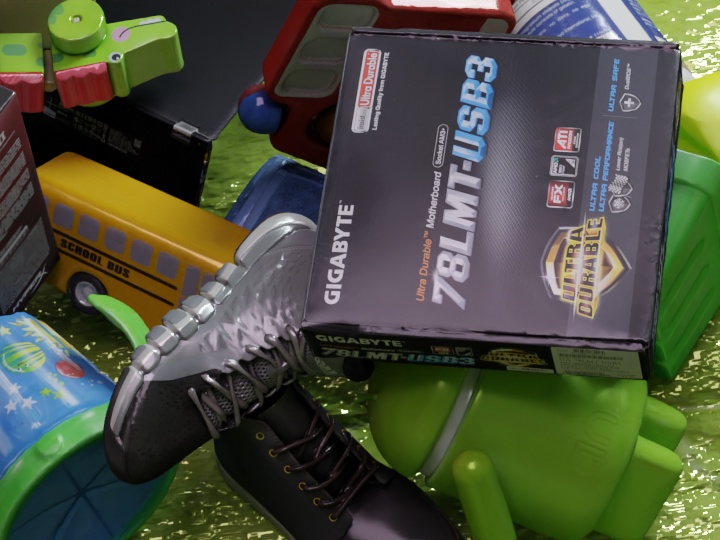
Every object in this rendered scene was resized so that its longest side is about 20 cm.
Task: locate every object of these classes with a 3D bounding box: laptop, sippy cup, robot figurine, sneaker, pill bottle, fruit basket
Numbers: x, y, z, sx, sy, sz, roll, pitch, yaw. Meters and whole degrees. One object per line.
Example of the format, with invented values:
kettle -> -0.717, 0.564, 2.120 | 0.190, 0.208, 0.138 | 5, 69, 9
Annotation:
laptop -> -0.152, -0.113, 1.661 | 0.187, 0.201, 0.116 | 26, 28, 23
sippy cup -> -0.201, 0.101, 1.502 | 0.178, 0.140, 0.130 | -35, 60, -15
robot figurine -> 0.093, 0.089, 1.465 | 0.199, 0.116, 0.176 | 22, 36, -5
sneaker -> -0.019, 0.128, 1.480 | 0.200, 0.106, 0.075 | 30, 65, 25
pill bottle -> 0.138, -0.155, 1.647 | 0.111, 0.111, 0.200 | -25, 56, -10
fruit basket -> 0.185, -0.053, 1.516 | 0.155, 0.216, 0.216 | 15, 59, 17
sneaker -> -0.056, 0.055, 1.420 | 0.115, 0.075, 0.200 | 22, 63, 34

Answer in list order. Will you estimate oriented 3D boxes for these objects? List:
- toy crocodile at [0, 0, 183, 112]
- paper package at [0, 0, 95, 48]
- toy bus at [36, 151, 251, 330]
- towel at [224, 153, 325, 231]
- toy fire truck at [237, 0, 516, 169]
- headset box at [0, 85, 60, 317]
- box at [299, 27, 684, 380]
toy crocodile -> -0.213, -0.128, 1.566 | 0.199, 0.068, 0.062 | -7, 53, -6
paper package -> -0.259, -0.241, 1.551 | 0.190, 0.200, 0.104 | -4, 50, -19
toy bus -> -0.125, -0.001, 1.571 | 0.199, 0.079, 0.065 | 24, 29, 19
towel -> 0.000, 0.000, 1.600 | 0.199, 0.049, 0.112 | 23, 63, 21
toy fire truck -> 0.012, -0.126, 1.573 | 0.167, 0.200, 0.113 | 3, 61, -23
headset box -> -0.277, -0.064, 1.488 | 0.148, 0.200, 0.075 | 24, 61, 17
box -> 0.078, -0.041, 1.391 | 0.198, 0.050, 0.201 | 5, 64, 11
